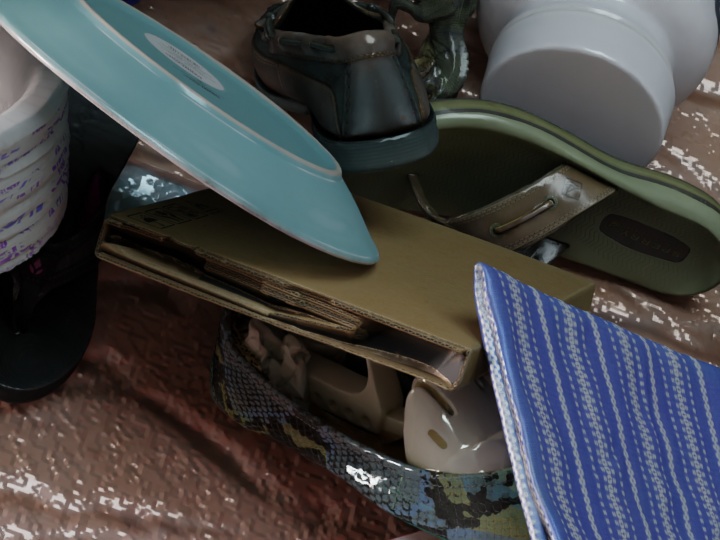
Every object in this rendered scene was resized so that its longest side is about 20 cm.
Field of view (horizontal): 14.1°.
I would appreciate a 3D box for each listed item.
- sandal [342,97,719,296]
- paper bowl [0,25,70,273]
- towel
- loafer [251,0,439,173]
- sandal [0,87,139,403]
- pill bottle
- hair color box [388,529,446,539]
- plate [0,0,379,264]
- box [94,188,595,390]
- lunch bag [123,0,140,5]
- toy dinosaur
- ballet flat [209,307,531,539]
[{"bbox_3d":[0.082,-0.025,1.345,0.200,0.080,0.058,17,54,-11],"label":"sandal"},{"bbox_3d":[-0.218,-0.040,1.183,0.199,0.105,0.201,3,26,-2],"label":"paper bowl"},{"bbox_3d":[0.118,0.083,1.182,0.200,0.024,0.146,23,47,-52],"label":"towel"},{"bbox_3d":[-0.007,-0.102,1.312,0.071,0.063,0.200,-14,22,-9],"label":"loafer"},{"bbox_3d":[-0.139,-0.032,1.275,0.075,0.048,0.201,18,49,-8],"label":"sandal"},{"bbox_3d":[0.121,-0.142,1.425,0.119,0.120,0.201,23,48,-4],"label":"pill bottle"},{"bbox_3d":[-0.009,0.176,1.158,0.199,0.064,0.111,-13,59,-32],"label":"hair color box"},{"bbox_3d":[-0.069,-0.070,1.192,0.200,0.026,0.200,34,9,-6],"label":"plate"},{"bbox_3d":[0.000,0.000,1.231,0.163,0.021,0.200,20,13,15],"label":"box"},{"bbox_3d":[-0.097,-0.222,1.365,0.124,0.170,0.200,47,52,10],"label":"lunch bag"},{"bbox_3d":[0.028,-0.171,1.408,0.047,0.201,0.088,-5,16,-42],"label":"toy dinosaur"},{"bbox_3d":[0.014,0.058,1.206,0.199,0.075,0.074,21,42,30],"label":"ballet flat"}]
